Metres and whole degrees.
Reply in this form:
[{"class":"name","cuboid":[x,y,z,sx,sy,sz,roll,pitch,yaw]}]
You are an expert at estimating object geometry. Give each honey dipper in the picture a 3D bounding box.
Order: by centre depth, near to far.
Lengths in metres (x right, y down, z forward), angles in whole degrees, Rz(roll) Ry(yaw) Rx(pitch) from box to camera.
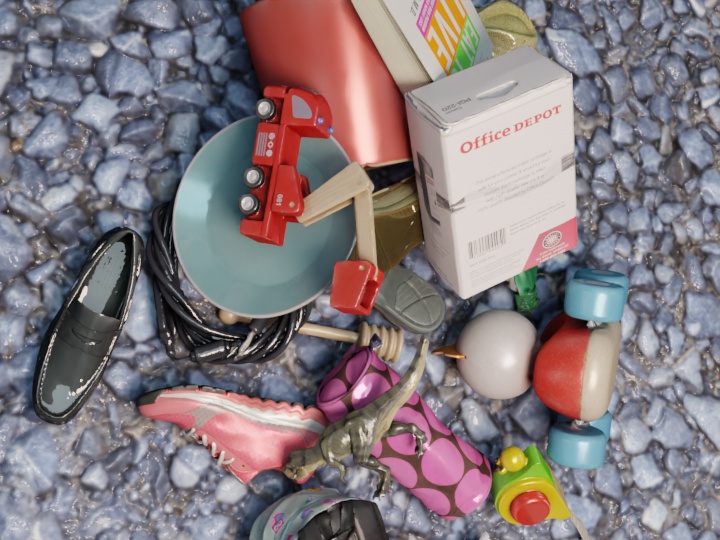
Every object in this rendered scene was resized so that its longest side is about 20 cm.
[{"class":"honey dipper","cuboid":[-0.052,0.060,1.126,0.196,0.038,0.039,13,76,-12]}]

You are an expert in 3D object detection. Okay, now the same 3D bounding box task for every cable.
[{"class":"cable","cuboid":[-0.133,-0.006,1.083,0.160,0.051,0.204,-8,73,-2]}]

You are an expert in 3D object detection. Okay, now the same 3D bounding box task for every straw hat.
[{"class":"straw hat","cuboid":[0.147,-0.252,1.188,0.197,0.085,0.204,10,58,-17]}]

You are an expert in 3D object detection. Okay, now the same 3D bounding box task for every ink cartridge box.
[{"class":"ink cartridge box","cuboid":[0.131,-0.096,1.044,0.144,0.085,0.202,-23,131,-15]}]

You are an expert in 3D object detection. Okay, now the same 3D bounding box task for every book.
[{"class":"book","cuboid":[0.065,-0.241,1.041,0.200,0.047,0.135,51,50,-44]}]

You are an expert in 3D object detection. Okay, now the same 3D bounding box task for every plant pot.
[{"class":"plant pot","cuboid":[-0.016,-0.192,1.109,0.197,0.200,0.181,-12,95,-19]}]

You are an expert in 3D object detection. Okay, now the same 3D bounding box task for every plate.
[{"class":"plate","cuboid":[-0.090,-0.053,1.044,0.196,0.026,0.204,-3,78,16]}]

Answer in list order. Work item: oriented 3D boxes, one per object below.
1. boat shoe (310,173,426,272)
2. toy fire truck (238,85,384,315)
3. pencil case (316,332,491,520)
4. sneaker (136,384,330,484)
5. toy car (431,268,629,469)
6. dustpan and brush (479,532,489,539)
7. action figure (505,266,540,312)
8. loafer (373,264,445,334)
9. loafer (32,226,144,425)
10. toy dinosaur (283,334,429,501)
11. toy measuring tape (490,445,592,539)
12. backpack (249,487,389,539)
[{"class":"boat shoe","cuboid":[0.024,-0.052,1.102,0.199,0.063,0.074,-31,130,-22]},{"class":"toy fire truck","cuboid":[-0.039,-0.068,0.992,0.138,0.049,0.204,7,83,18]},{"class":"pencil case","cuboid":[0.049,0.164,1.102,0.090,0.094,0.200,-40,106,13]},{"class":"sneaker","cuboid":[-0.127,0.165,1.062,0.197,0.074,0.089,12,78,-15]},{"class":"toy car","cuboid":[0.177,0.090,1.150,0.196,0.177,0.188,8,99,16]},{"class":"dustpan and brush","cuboid":[0.127,0.396,1.103,0.139,0.057,0.202,-34,99,-53]},{"class":"action figure","cuboid":[0.156,-0.045,1.188,0.118,0.054,0.203,-43,113,-60]},{"class":"loafer","cuboid":[0.000,0.000,1.141,0.200,0.063,0.072,42,66,-3]},{"class":"loafer","cuboid":[-0.265,0.050,1.039,0.067,0.070,0.204,24,74,-12]},{"class":"toy dinosaur","cuboid":[0.015,0.160,1.027,0.199,0.048,0.088,-41,100,10]},{"class":"toy measuring tape","cuboid":[0.187,0.255,1.135,0.074,0.073,0.201,-49,128,-19]},{"class":"backpack","cuboid":[-0.033,0.315,1.031,0.165,0.125,0.204,-13,96,-40]}]
